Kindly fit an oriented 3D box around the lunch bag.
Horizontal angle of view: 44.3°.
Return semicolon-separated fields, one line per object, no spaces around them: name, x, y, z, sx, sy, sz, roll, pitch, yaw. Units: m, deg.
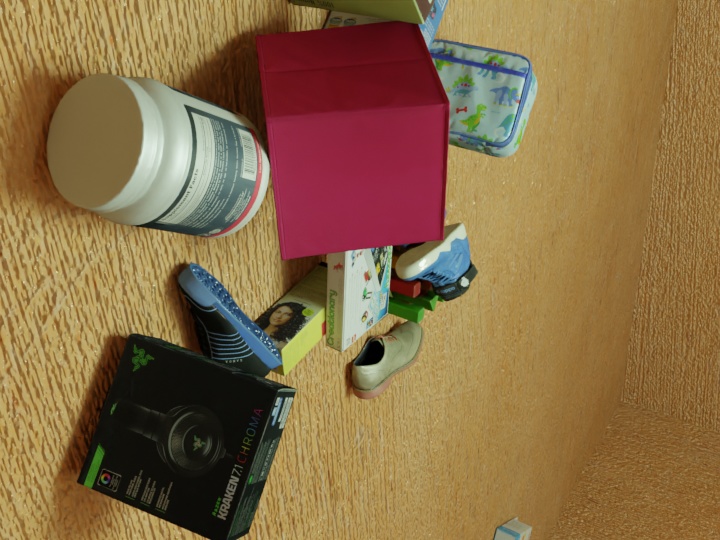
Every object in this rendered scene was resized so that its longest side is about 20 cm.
lunch bag;0.175;-0.281;1.418;0.163;0.198;0.082;-70;159;-3

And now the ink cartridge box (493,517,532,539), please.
ink cartridge box;0.456;0.822;2.655;0.199;0.067;0.117;7;98;-62

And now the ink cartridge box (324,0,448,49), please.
ink cartridge box;0.030;-0.334;1.191;0.076;0.135;0.202;40;69;-55

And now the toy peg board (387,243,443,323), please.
toy peg board;0.099;-0.020;1.525;0.199;0.097;0.202;-34;133;-51

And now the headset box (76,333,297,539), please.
headset box;-0.197;0.182;0.991;0.093;0.197;0.176;41;69;-77

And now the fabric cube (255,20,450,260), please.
fabric cube;-0.013;-0.158;1.043;0.201;0.196;0.198;-103;-173;-47

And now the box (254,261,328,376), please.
box;-0.080;0.065;1.265;0.200;0.074;0.051;-45;142;-44

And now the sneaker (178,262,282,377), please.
sneaker;-0.177;0.078;1.102;0.077;0.070;0.201;-35;127;2

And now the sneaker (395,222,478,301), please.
sneaker;0.131;0.004;1.445;0.200;0.076;0.113;-37;111;-56

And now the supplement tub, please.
supplement tub;-0.196;-0.111;0.888;0.199;0.139;0.142;9;97;-62

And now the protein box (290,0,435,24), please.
protein box;-0.012;-0.410;1.006;0.136;0.196;0.200;-64;151;-16

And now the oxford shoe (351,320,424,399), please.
oxford shoe;0.052;0.139;1.554;0.200;0.070;0.076;-47;137;-43

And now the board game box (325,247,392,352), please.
board game box;0.000;0.000;1.258;0.126;0.034;0.203;-36;137;-48
